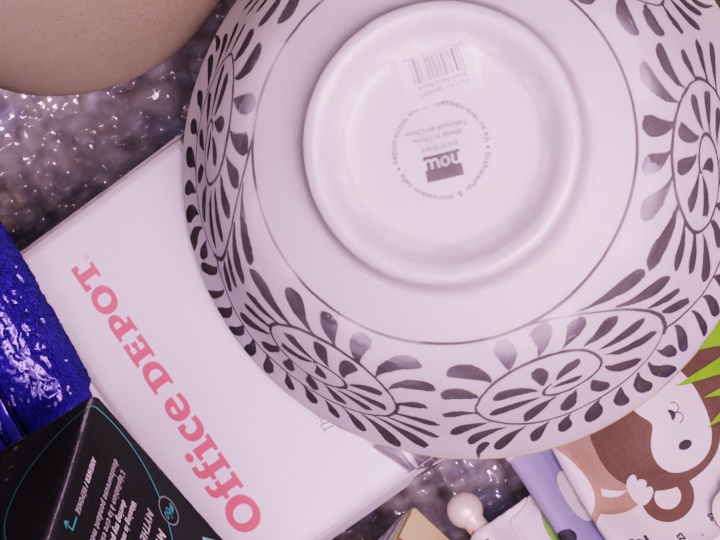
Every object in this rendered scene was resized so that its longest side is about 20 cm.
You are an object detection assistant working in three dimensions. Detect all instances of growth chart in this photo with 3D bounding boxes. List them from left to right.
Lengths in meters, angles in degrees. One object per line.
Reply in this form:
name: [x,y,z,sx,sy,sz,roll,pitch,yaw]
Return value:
growth chart: [0.127,0.061,0.961,0.200,0.018,0.145,-46,71,0]

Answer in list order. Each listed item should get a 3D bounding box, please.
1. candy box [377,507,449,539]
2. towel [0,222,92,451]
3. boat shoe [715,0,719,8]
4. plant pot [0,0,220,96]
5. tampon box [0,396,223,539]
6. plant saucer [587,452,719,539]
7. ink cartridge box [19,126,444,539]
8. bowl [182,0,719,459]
candy box: [-0.008,0.200,0.977,0.115,0.055,0.200,43,108,-3]
towel: [-0.145,0.063,0.946,0.049,0.147,0.201,-31,96,-39]
boat shoe: [0.161,-0.128,0.944,0.071,0.061,0.202,29,97,-2]
plant pot: [-0.109,-0.141,0.905,0.199,0.201,0.135,-11,132,3]
tampon box: [-0.084,0.177,0.835,0.126,0.150,0.200,-28,116,24]
plant saucer: [0.145,0.149,0.993,0.199,0.035,0.202,0,97,2]
ink cartridge box: [0.000,0.000,0.945,0.200,0.083,0.146,-35,84,7]
bowl: [0.032,-0.037,0.852,0.199,0.094,0.202,0,88,7]
